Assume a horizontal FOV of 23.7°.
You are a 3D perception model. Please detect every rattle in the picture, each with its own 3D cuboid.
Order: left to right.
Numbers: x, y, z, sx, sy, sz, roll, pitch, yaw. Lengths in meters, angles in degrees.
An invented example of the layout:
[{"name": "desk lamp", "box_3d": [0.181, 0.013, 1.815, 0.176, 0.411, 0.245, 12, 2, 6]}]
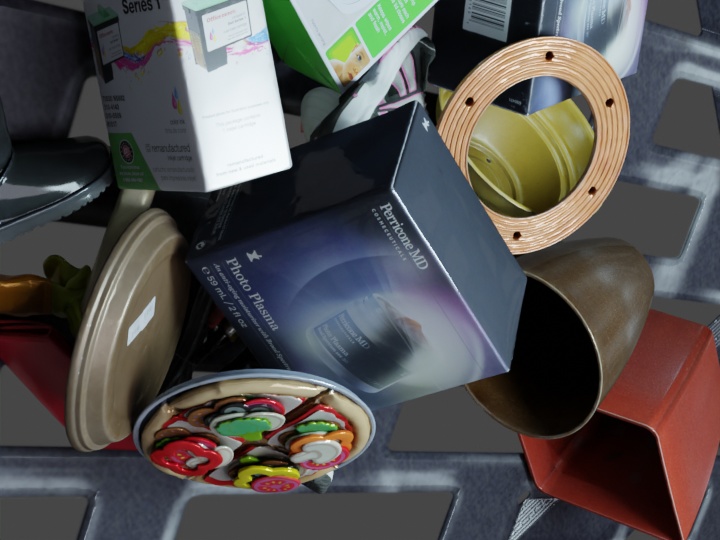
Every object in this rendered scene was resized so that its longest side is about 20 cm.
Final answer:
[{"name": "rattle", "box_3d": [-0.230, -0.047, 1.403, 0.130, 0.141, 0.202, 40, 66, -79]}]

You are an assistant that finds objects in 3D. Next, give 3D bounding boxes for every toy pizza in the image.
[{"name": "toy pizza", "box_3d": [-0.086, 0.140, 1.392, 0.197, 0.032, 0.201, -3, 148, -2]}]

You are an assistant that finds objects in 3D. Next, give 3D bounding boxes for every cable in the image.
[{"name": "cable", "box_3d": [-0.138, 0.070, 1.529, 0.201, 0.050, 0.097, -58, 158, -5]}]

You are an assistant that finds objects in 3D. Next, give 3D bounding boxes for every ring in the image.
[{"name": "ring", "box_3d": [0.148, -0.110, 1.506, 0.198, 0.019, 0.203, -11, 117, -22]}]

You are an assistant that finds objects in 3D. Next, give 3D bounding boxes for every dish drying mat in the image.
[{"name": "dish drying mat", "box_3d": [-0.242, 0.098, 1.428, 0.200, 0.076, 0.018, 59, 37, -52]}]

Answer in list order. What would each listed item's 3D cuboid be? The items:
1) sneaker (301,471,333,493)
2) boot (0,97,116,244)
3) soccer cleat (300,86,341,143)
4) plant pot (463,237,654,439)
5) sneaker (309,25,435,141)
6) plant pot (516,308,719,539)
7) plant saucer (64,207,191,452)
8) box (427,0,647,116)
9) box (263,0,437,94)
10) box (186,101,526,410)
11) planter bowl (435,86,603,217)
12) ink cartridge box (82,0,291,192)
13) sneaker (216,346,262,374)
[{"name": "sneaker", "box_3d": [-0.054, 0.146, 1.572, 0.075, 0.200, 0.077, 33, 93, -13]}, {"name": "boot", "box_3d": [-0.278, -0.127, 1.296, 0.164, 0.065, 0.202, -34, 127, -27]}, {"name": "soccer cleat", "box_3d": [0.015, -0.081, 1.510, 0.069, 0.202, 0.077, -23, 171, -35]}, {"name": "plant pot", "box_3d": [0.219, 0.045, 1.786, 0.199, 0.185, 0.189, -34, 133, -45]}, {"name": "sneaker", "box_3d": [0.026, -0.133, 1.483, 0.086, 0.080, 0.200, 44, 41, -9]}, {"name": "plant pot", "box_3d": [0.300, 0.150, 1.903, 0.177, 0.198, 0.201, -49, 138, -29]}, {"name": "plant saucer", "box_3d": [-0.179, 0.050, 1.357, 0.200, 0.029, 0.202, 18, 90, -79]}, {"name": "box", "box_3d": [0.173, -0.270, 1.566, 0.198, 0.122, 0.202, -25, 129, -47]}, {"name": "box", "box_3d": [-0.021, -0.286, 1.422, 0.176, 0.096, 0.201, -43, 134, -13]}, {"name": "box", "box_3d": [0.000, 0.000, 1.387, 0.201, 0.197, 0.124, 55, 31, -29]}, {"name": "planter bowl", "box_3d": [0.134, -0.109, 1.639, 0.199, 0.202, 0.083, -4, 151, -41]}, {"name": "ink cartridge box", "box_3d": [-0.137, -0.167, 1.298, 0.083, 0.144, 0.203, -17, 103, -33]}, {"name": "sneaker", "box_3d": [-0.072, 0.064, 1.538, 0.200, 0.073, 0.113, -44, 161, -52]}]
